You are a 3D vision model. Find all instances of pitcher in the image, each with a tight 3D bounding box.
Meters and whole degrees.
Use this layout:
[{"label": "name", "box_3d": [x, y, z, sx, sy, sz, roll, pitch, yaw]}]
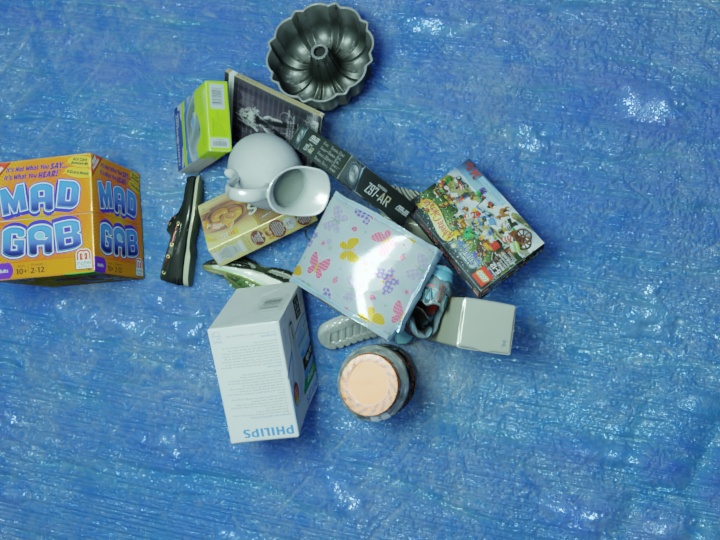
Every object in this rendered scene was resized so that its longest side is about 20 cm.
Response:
[{"label": "pitcher", "box_3d": [-0.166, -0.154, 1.448, 0.168, 0.199, 0.124, -4, 113, -31]}]

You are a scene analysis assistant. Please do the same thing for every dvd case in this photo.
[{"label": "dvd case", "box_3d": [-0.159, -0.261, 1.571, 0.197, 0.150, 0.016, 26, 51, 10]}]

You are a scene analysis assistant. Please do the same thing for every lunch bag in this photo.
[{"label": "lunch bag", "box_3d": [0.015, -0.001, 1.410, 0.197, 0.127, 0.172, 28, 92, 25]}]

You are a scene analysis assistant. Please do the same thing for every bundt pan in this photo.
[{"label": "bundt pan", "box_3d": [-0.065, -0.371, 1.568, 0.196, 0.076, 0.207, -4, 69, 10]}]

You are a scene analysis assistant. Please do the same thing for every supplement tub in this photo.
[{"label": "supplement tub", "box_3d": [0.029, 0.186, 1.469, 0.119, 0.200, 0.126, -1, 87, 10]}]

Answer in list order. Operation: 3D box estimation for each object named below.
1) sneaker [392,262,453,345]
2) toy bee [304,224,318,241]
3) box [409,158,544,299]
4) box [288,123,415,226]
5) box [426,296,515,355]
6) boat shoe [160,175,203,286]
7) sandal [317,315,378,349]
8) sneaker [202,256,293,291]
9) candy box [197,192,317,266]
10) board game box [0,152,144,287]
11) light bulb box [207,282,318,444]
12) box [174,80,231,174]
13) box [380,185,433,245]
[{"label": "sneaker", "box_3d": [0.088, 0.075, 1.451, 0.078, 0.201, 0.097, 16, 50, -10]}, {"label": "toy bee", "box_3d": [0.000, 0.000, 1.542, 0.129, 0.110, 0.199, -29, 54, -31]}, {"label": "box", "box_3d": [0.188, -0.071, 1.447, 0.135, 0.038, 0.201, -34, 67, -11]}, {"label": "box", "box_3d": [-0.016, -0.161, 1.467, 0.044, 0.159, 0.200, -54, 36, 4]}, {"label": "box", "box_3d": [0.177, 0.088, 1.440, 0.093, 0.200, 0.080, 9, 87, -11]}, {"label": "boat shoe", "box_3d": [-0.327, -0.076, 1.613, 0.061, 0.074, 0.207, 10, 92, 3]}, {"label": "sandal", "box_3d": [0.017, 0.079, 1.551, 0.198, 0.084, 0.050, -15, 41, 2]}, {"label": "sneaker", "box_3d": [-0.203, 0.033, 1.592, 0.196, 0.077, 0.091, 17, 107, 16]}, {"label": "candy box", "box_3d": [-0.185, -0.102, 1.567, 0.196, 0.056, 0.117, -24, 51, 2]}, {"label": "board game box", "box_3d": [-0.525, -0.083, 1.585, 0.195, 0.200, 0.205, -5, 85, 10]}, {"label": "light bulb box", "box_3d": [-0.159, 0.150, 1.480, 0.122, 0.199, 0.205, -6, 108, 9]}, {"label": "box", "box_3d": [-0.286, -0.249, 1.562, 0.047, 0.199, 0.125, -2, 84, -29]}, {"label": "box", "box_3d": [0.136, -0.080, 1.520, 0.195, 0.083, 0.070, 14, 66, 9]}]
